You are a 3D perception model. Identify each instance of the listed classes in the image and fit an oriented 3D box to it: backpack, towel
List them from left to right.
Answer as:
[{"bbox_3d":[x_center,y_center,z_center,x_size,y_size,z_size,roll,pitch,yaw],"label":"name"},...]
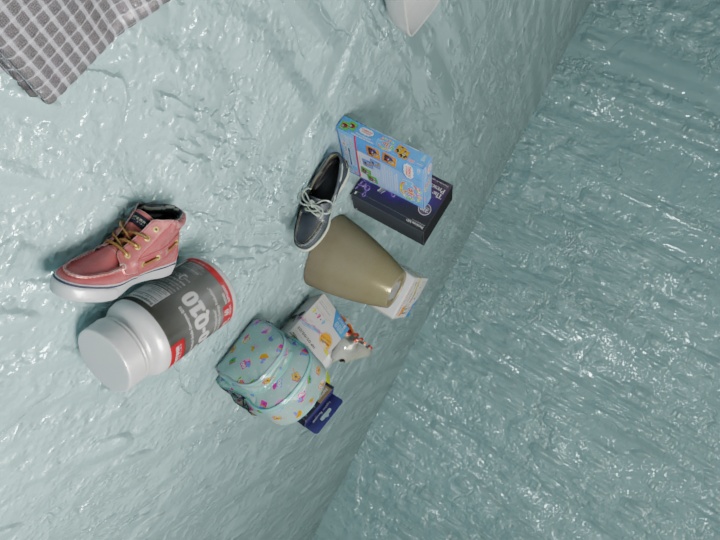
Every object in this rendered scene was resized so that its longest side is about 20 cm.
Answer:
[{"bbox_3d":[-0.249,-0.245,0.459,0.166,0.085,0.200,-56,163,-15],"label":"towel"},{"bbox_3d":[-0.177,0.207,1.206,0.176,0.199,0.154,-52,145,-23],"label":"backpack"}]

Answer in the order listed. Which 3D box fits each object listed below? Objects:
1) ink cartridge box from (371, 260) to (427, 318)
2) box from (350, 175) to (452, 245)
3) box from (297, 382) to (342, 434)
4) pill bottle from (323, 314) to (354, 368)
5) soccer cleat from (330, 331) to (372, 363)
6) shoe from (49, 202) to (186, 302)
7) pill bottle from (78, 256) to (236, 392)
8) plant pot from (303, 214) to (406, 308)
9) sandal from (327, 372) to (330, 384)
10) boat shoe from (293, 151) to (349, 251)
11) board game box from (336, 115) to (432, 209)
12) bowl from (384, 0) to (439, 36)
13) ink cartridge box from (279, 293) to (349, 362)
[{"bbox_3d":[0.101,0.052,1.874,0.148,0.144,0.200,-62,163,7],"label":"ink cartridge box"},{"bbox_3d":[0.098,-0.173,1.402,0.142,0.199,0.079,-58,164,-12],"label":"box"},{"bbox_3d":[-0.149,0.289,1.416,0.121,0.199,0.033,-45,157,-43],"label":"box"},{"bbox_3d":[-0.103,0.196,1.563,0.200,0.109,0.111,-34,149,-57],"label":"pill bottle"},{"bbox_3d":[-0.026,0.203,1.538,0.078,0.069,0.200,-49,160,2],"label":"soccer cleat"},{"bbox_3d":[-0.288,-0.030,0.728,0.092,0.071,0.200,-68,168,18],"label":"shoe"},{"bbox_3d":[-0.278,0.073,0.834,0.200,0.113,0.115,-42,155,-48],"label":"pill bottle"},{"bbox_3d":[0.000,0.000,1.396,0.188,0.199,0.188,-52,162,-25],"label":"plant pot"},{"bbox_3d":[-0.157,0.299,1.570,0.199,0.086,0.081,10,67,-51],"label":"sandal"},{"bbox_3d":[-0.079,-0.135,1.160,0.202,0.074,0.062,-61,165,-5],"label":"boat shoe"},{"bbox_3d":[0.050,-0.214,1.196,0.037,0.199,0.152,-55,163,-17],"label":"board game box"},{"bbox_3d":[0.099,-0.544,1.033,0.201,0.074,0.200,-56,163,-15],"label":"bowl"},{"bbox_3d":[-0.128,0.164,1.406,0.067,0.116,0.200,-16,-155,49],"label":"ink cartridge box"}]
